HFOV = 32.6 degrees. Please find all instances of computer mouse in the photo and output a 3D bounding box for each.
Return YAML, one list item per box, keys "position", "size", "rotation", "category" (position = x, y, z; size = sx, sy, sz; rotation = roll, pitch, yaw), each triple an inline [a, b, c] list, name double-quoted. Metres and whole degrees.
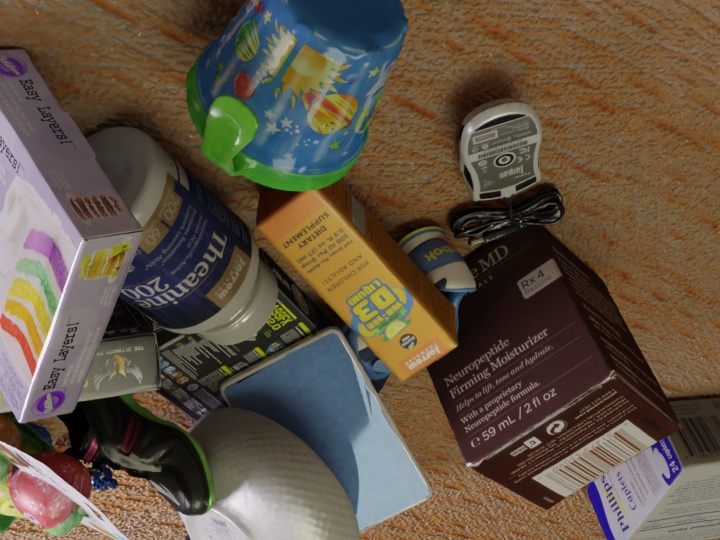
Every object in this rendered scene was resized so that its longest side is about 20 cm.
- position: [0.125, -0.094, 1.080]
  size: [0.109, 0.044, 0.200]
  rotation: [-16, 148, 0]
  category: "computer mouse"

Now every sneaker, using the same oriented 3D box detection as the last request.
- position: [0.039, 0.058, 1.156]
  size: [0.074, 0.082, 0.200]
  rotation: [-5, 132, -49]
  category: "sneaker"
- position: [-0.215, 0.156, 1.097]
  size: [0.084, 0.200, 0.077]
  rotation: [-43, 168, -47]
  category: "sneaker"

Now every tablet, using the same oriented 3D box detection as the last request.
- position: [-0.031, 0.161, 1.169]
  size: [0.130, 0.014, 0.200]
  rotation: [-27, 106, 8]
  category: "tablet"

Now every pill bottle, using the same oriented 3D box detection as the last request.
- position: [-0.151, -0.017, 0.981]
  size: [0.111, 0.111, 0.200]
  rotation: [-31, 141, 12]
  category: "pill bottle"

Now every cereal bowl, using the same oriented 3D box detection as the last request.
- position: [-0.104, 0.231, 1.157]
  size: [0.083, 0.200, 0.200]
  rotation: [-43, 158, -38]
  category: "cereal bowl"

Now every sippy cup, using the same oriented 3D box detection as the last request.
- position: [-0.036, -0.145, 0.844]
  size: [0.139, 0.178, 0.130]
  rotation: [12, 144, -21]
  category: "sippy cup"

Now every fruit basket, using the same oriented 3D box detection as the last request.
- position: [-0.285, 0.174, 1.017]
  size: [0.094, 0.200, 0.185]
  rotation: [-54, 145, -19]
  category: "fruit basket"

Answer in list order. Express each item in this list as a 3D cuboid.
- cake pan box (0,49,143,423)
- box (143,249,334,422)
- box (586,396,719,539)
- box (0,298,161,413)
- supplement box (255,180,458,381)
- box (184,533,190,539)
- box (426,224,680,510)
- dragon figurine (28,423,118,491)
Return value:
- position: [-0.238, -0.027, 0.862]
  size: [0.052, 0.200, 0.184]
  rotation: [-9, 142, -42]
  category: "cake pan box"
- position: [-0.110, 0.080, 1.174]
  size: [0.160, 0.044, 0.200]
  rotation: [-30, 142, 9]
  category: "box"
- position: [0.423, 0.263, 1.601]
  size: [0.184, 0.105, 0.200]
  rotation: [-1, 137, -25]
  category: "box"
- position: [-0.273, 0.066, 0.989]
  size: [0.200, 0.158, 0.048]
  rotation: [-7, 103, -19]
  category: "box"
- position: [0.000, 0.000, 1.048]
  size: [0.066, 0.069, 0.200]
  rotation: [-36, 115, 17]
  category: "supplement box"
- position: [-0.079, 0.249, 1.312]
  size: [0.122, 0.106, 0.200]
  rotation: [-18, 151, -50]
  category: "box"
- position: [0.173, 0.093, 1.197]
  size: [0.166, 0.200, 0.164]
  rotation: [-36, 140, 18]
  category: "box"
- position: [-0.327, 0.184, 1.181]
  size: [0.099, 0.059, 0.200]
  rotation: [-39, 140, 21]
  category: "dragon figurine"
